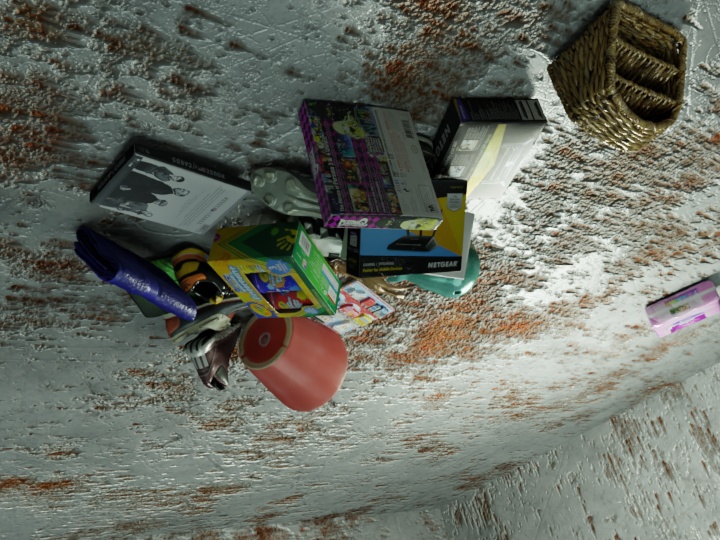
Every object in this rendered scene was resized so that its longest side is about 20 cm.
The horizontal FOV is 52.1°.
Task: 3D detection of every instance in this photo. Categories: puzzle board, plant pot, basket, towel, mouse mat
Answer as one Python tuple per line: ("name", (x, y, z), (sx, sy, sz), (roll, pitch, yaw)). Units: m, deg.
("puzzle board", (-0.027, 0.088, 1.636), (0.149, 0.018, 0.200), (-26, 149, 16))
("plant pot", (-0.153, 0.178, 1.568), (0.198, 0.203, 0.177), (-27, 140, 20))
("basket", (0.405, -0.278, 1.094), (0.197, 0.145, 0.149), (9, 144, -37))
("towel", (-0.370, 0.014, 1.210), (0.050, 0.147, 0.200), (-51, 144, 0))
("mouse mat", (-0.356, 0.029, 1.384), (0.158, 0.008, 0.201), (-14, 150, -3))

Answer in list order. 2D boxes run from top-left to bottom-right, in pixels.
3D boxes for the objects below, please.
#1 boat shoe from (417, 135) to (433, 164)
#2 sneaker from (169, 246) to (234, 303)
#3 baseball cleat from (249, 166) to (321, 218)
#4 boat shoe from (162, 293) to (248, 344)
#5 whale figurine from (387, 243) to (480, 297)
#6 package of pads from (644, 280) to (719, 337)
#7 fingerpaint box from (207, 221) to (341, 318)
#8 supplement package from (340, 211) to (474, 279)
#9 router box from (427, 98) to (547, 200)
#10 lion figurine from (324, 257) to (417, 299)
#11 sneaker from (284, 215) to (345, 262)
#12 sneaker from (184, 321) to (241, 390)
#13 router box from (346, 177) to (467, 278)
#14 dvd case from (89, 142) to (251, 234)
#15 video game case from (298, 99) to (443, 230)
("boat shoe", (0.028, -0.171, 1.176), (0.197, 0.061, 0.072), (-7, 149, -15))
("sneaker", (-0.258, 0.028, 1.334), (0.070, 0.091, 0.199), (-34, 149, 23))
("baseball cleat", (-0.081, -0.124, 1.194), (0.197, 0.107, 0.071), (20, 111, -6))
("boat shoe", (-0.285, 0.088, 1.428), (0.196, 0.064, 0.071), (-16, -177, 5))
("whale figurine", (0.149, 0.004, 1.489), (0.196, 0.105, 0.160), (-5, 150, -18))
("package of pads", (0.914, 0.109, 2.075), (0.198, 0.077, 0.120), (-29, 147, 22))
("fingerpaint box", (-0.147, 0.006, 1.300), (0.164, 0.075, 0.201), (-3, 147, 21))
("supplement package", (0.084, -0.060, 1.286), (0.197, 0.122, 0.120), (7, -176, -35))
("router box", (0.196, -0.196, 1.223), (0.154, 0.053, 0.201), (-4, 149, -19))
("lion figurine", (0.000, 0.000, 1.375), (0.197, 0.074, 0.122), (15, -178, 32))
("sneaker", (-0.056, -0.057, 1.326), (0.198, 0.075, 0.088), (19, 143, -34))
("sneaker", (-0.287, 0.178, 1.487), (0.074, 0.118, 0.200), (-14, -174, 17))
("router box", (0.074, -0.071, 1.168), (0.197, 0.152, 0.051), (-4, -168, -30))
("dvd case", (-0.289, -0.119, 1.126), (0.198, 0.025, 0.149), (15, 145, -41))
("video game case", (0.013, -0.151, 1.059), (0.178, 0.203, 0.036), (0, 150, -27))
